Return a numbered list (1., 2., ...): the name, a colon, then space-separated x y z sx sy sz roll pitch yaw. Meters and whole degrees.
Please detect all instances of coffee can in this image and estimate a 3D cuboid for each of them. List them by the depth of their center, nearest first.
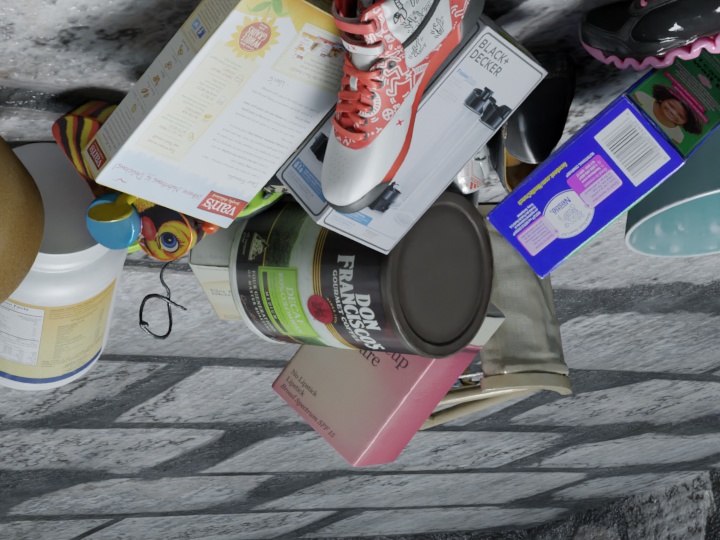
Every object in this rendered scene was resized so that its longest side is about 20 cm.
1. coffee can: 0.000 0.000 1.457 0.199 0.148 0.146 2 174 43

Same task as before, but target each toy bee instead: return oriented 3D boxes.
1. toy bee: -0.163 -0.055 1.320 0.108 0.131 0.200 -15 130 31

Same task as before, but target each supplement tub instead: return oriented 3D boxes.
1. supplement tub: -0.283 -0.003 1.425 0.143 0.145 0.201 -2 144 -20

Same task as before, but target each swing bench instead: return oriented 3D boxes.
1. swing bench: 0.107 0.049 1.734 0.199 0.200 0.130 -17 161 26

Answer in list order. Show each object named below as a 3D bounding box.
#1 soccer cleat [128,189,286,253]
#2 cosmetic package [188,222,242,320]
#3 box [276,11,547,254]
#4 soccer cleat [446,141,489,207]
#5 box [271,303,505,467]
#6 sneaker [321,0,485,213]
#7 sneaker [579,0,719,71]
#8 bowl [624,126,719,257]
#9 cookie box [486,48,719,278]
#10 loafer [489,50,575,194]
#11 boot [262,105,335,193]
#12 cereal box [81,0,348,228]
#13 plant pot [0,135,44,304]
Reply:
1. soccer cleat: -0.152 -0.068 1.489 0.199 0.068 0.081 -18 -176 15
2. cosmetic package: -0.108 -0.007 1.637 0.103 0.074 0.200 3 164 6
3. box: 0.041 -0.116 1.261 0.200 0.060 0.116 -48 149 11
4. soccer cleat: 0.086 -0.114 1.403 0.068 0.086 0.200 -9 163 0
5. box: 0.028 0.082 1.628 0.200 0.128 0.109 -54 159 13
6. sneaker: 0.004 -0.145 1.156 0.067 0.202 0.108 34 -173 38
7. sneaker: 0.259 -0.212 1.236 0.199 0.079 0.096 -4 128 27
8. bowl: 0.345 -0.095 1.560 0.199 0.106 0.201 -9 163 -3
9. cookie box: 0.218 -0.099 1.332 0.171 0.075 0.200 -42 179 37
10. loafer: 0.154 -0.128 1.414 0.072 0.073 0.200 -7 162 -3
11. boot: -0.097 -0.110 1.353 0.202 0.074 0.154 -2 164 -17
12. cereal box: -0.094 -0.128 1.197 0.200 0.040 0.143 -46 143 19
13. plant pot: -0.351 -0.080 1.195 0.185 0.187 0.200 -9 148 1
